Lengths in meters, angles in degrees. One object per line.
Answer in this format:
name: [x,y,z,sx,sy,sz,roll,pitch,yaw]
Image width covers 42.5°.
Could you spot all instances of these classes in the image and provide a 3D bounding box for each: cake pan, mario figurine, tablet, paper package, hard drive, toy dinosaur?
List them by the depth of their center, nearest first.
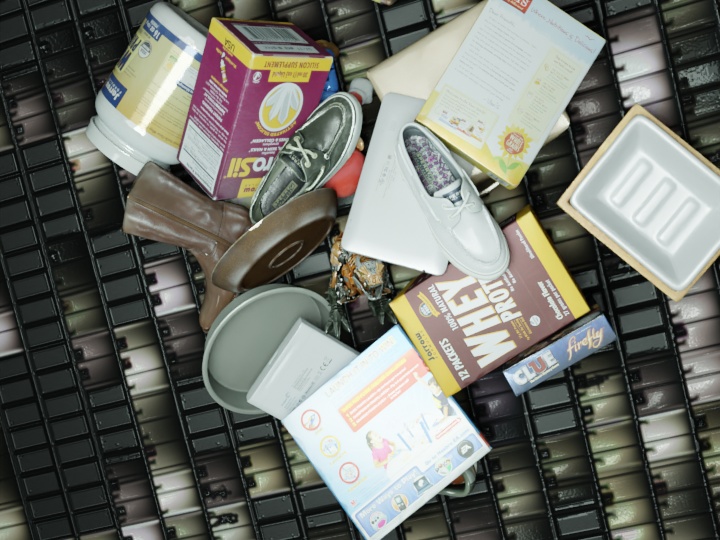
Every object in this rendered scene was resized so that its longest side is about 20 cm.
tablet: [0.063,-0.104,1.091,0.128,0.014,0.204,15,79,9]
paper package: [0.136,-0.211,1.159,0.198,0.103,0.193,-28,91,12]
toy dinosaur: [0.000,0.000,1.187,0.100,0.201,0.138,-4,111,8]
cake pan: [-0.122,0.101,1.242,0.197,0.037,0.203,-16,127,-21]
mario figurine: [-0.044,-0.195,1.246,0.123,0.105,0.204,-22,80,47]
hard drive: [-0.037,0.166,1.253,0.198,0.027,0.133,32,101,-21]

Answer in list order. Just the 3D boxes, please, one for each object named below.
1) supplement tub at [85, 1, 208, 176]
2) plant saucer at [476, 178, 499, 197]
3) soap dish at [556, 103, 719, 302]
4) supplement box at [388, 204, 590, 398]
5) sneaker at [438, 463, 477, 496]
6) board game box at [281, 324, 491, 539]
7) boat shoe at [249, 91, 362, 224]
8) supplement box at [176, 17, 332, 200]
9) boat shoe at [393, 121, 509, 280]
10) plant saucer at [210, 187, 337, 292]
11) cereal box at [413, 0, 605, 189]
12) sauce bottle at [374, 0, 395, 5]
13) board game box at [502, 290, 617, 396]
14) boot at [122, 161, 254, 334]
supplement tub: [-0.262,-0.234,1.230,0.144,0.144,0.201,37,100,4]
plant saucer: [0.122,-0.192,1.229,0.196,0.029,0.205,1,96,10]
soap dish: [0.373,-0.085,1.171,0.199,0.081,0.158,39,101,3]
supplement box: [0.163,0.031,1.160,0.198,0.197,0.134,-33,90,12]
sneaker: [0.065,0.254,1.244,0.196,0.079,0.075,13,105,-3]
board game box: [0.033,0.208,1.191,0.199,0.056,0.197,-38,83,4]
boat shoe: [-0.069,-0.134,1.154,0.070,0.064,0.201,38,105,14]
supplement box: [-0.137,-0.204,1.175,0.103,0.129,0.203,44,128,33]
boat shoe: [0.102,-0.082,1.039,0.071,0.069,0.203,-26,75,-1]
plant saucer: [-0.103,-0.031,1.196,0.199,0.200,0.032,-41,79,11]
cereal box: [0.171,-0.218,1.071,0.143,0.040,0.202,33,88,-1]
sauce bottle: [-0.038,-0.410,1.214,0.197,0.066,0.067,24,100,6]
board game box: [0.243,0.086,1.151,0.134,0.200,0.035,-33,90,11]
boot: [-0.245,-0.028,1.234,0.198,0.064,0.190,22,88,-38]
